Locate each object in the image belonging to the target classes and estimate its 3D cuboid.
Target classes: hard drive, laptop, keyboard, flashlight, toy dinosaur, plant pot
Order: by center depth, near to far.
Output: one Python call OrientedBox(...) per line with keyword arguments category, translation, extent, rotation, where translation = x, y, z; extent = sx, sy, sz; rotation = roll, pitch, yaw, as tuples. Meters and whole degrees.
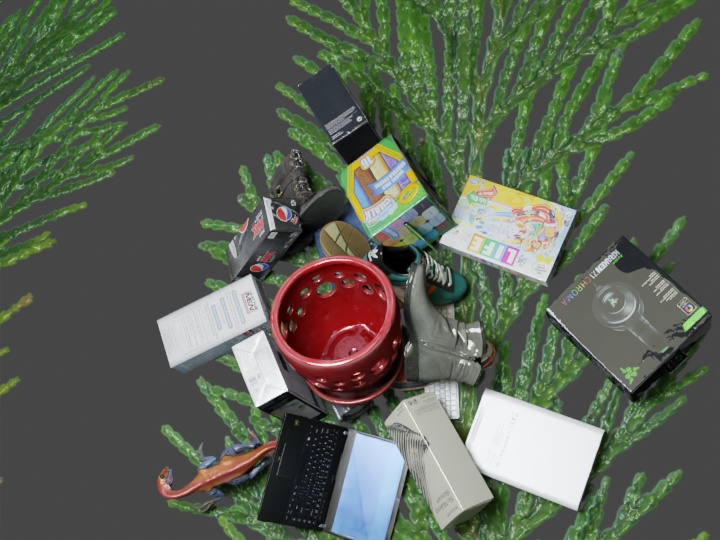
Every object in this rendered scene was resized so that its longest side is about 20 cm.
OrientedBox(category="hard drive", translation=(0.271, 0.282, 1.533), extent=(0.199, 0.027, 0.132), rotation=(18, 79, 23))
OrientedBox(category="plant pot", translation=(-0.026, 0.102, 1.545), extent=(0.199, 0.183, 0.201), rotation=(-6, 60, 10))
OrientedBox(category="laptop", translation=(-0.040, 0.344, 1.566), extent=(0.103, 0.199, 0.178), rotation=(2, 75, 57))
OrientedBox(category="toy dinosaur", translation=(-0.245, 0.328, 1.620), extent=(0.181, 0.200, 0.105), rotation=(-19, 72, -36))
OrientedBox(category="keyboard", translation=(0.135, 0.152, 1.630), extent=(0.056, 0.011, 0.201), rotation=(-7, 71, 16))
OrientedBox(category="flashlight", translation=(-0.049, 0.163, 1.661), extent=(0.067, 0.068, 0.200), rotation=(-11, 56, -33))

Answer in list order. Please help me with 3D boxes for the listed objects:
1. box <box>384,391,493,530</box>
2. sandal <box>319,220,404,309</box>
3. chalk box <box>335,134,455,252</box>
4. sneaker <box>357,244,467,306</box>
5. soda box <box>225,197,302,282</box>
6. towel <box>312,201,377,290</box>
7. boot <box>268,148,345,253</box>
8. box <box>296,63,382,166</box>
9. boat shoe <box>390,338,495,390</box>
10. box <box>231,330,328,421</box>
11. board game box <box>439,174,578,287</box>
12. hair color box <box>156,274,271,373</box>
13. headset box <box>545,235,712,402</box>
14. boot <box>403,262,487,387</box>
OrientedBox(category="box", translation=(0.122, 0.301, 1.538), extent=(0.068, 0.082, 0.200), rotation=(-11, 58, -34))
OrientedBox(category="sandal", translation=(0.000, 0.000, 1.648), extent=(0.200, 0.054, 0.080), rotation=(45, 54, 12))
OrientedBox(category="chalk box", translation=(0.069, -0.105, 1.651), extent=(0.124, 0.125, 0.200), rotation=(-35, 55, 13))
OrientedBox(category="sneaker", translation=(0.098, 0.004, 1.600), extent=(0.199, 0.080, 0.072), rotation=(11, 55, -22))
OrientedBox(category="soda box", translation=(-0.173, -0.052, 1.705), extent=(0.200, 0.063, 0.071), rotation=(-45, 53, 51))
OrientedBox(category="towel", translation=(-0.010, -0.017, 1.713), extent=(0.111, 0.049, 0.201), rotation=(-25, 68, 8))
OrientedBox(category="boot", translation=(-0.107, -0.146, 1.726), extent=(0.200, 0.069, 0.175), rotation=(-42, 48, 41))
OrientedBox(category="box", translation=(-0.019, -0.251, 1.708), extent=(0.079, 0.200, 0.141), rotation=(-31, 65, 7))
OrientedBox(category="boat shoe", translation=(0.125, 0.150, 1.596), extent=(0.199, 0.063, 0.071), rotation=(-12, 72, 11))
OrientedBox(category="box", translation=(-0.131, 0.185, 1.604), extent=(0.060, 0.200, 0.117), rotation=(-29, 64, 6))
OrientedBox(category="board game box", translation=(0.253, -0.069, 1.650), extent=(0.199, 0.034, 0.135), rotation=(21, 81, 23))
OrientedBox(category="hair color box", translation=(-0.260, 0.098, 1.752), extent=(0.199, 0.061, 0.099), rotation=(-26, 67, 10))
OrientedBox(category="headset box", translation=(0.424, 0.082, 1.511), extent=(0.174, 0.093, 0.200), rotation=(-43, 66, 2))
OrientedBox(category="boot", translation=(0.135, 0.085, 1.535), extent=(0.130, 0.068, 0.201), rotation=(-1, 99, 7))
